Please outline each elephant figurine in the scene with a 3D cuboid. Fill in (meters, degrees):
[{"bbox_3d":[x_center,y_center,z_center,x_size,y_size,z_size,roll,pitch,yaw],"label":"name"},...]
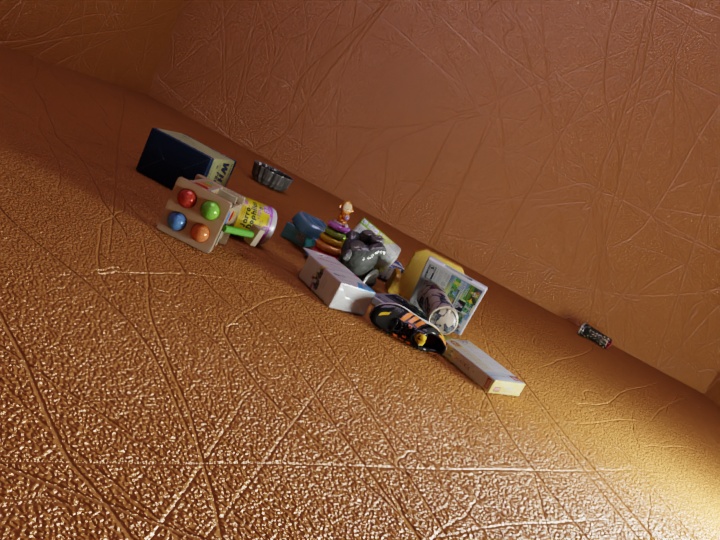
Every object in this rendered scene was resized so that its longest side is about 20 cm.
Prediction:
[{"bbox_3d":[0.000,0.000,1.552,0.154,0.201,0.142,-1,37,-17],"label":"elephant figurine"}]

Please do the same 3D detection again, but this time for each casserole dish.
[{"bbox_3d":[-0.142,-0.133,1.736,0.121,0.039,0.200,23,14,-27],"label":"casserole dish"}]

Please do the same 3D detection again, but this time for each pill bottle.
[{"bbox_3d":[-0.323,-0.145,1.448,0.199,0.105,0.104,20,14,-33],"label":"pill bottle"}]

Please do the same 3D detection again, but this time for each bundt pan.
[{"bbox_3d":[-0.410,-0.426,2.575,0.201,0.076,0.202,26,11,-6],"label":"bundt pan"}]

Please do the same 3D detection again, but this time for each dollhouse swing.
[{"bbox_3d":[0.206,0.025,1.736,0.199,0.177,0.182,26,10,-4],"label":"dollhouse swing"}]

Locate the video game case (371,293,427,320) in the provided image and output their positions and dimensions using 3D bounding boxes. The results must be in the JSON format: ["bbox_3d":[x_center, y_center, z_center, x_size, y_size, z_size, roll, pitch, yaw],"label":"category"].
[{"bbox_3d":[0.135,0.121,1.545,0.199,0.023,0.182,32,12,25],"label":"video game case"}]

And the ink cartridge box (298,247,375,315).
[{"bbox_3d":[-0.069,0.025,1.374,0.115,0.068,0.200,18,15,-41],"label":"ink cartridge box"}]

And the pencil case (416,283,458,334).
[{"bbox_3d":[0.203,0.104,1.500,0.077,0.090,0.200,16,15,-8],"label":"pencil case"}]

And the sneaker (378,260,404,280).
[{"bbox_3d":[0.083,-0.009,1.890,0.199,0.081,0.115,34,7,-4],"label":"sneaker"}]

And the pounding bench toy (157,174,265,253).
[{"bbox_3d":[-0.320,-0.112,1.254,0.199,0.125,0.156,27,11,-5],"label":"pounding bench toy"}]

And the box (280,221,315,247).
[{"bbox_3d":[-0.178,-0.118,1.809,0.082,0.049,0.200,29,11,10],"label":"box"}]

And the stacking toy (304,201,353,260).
[{"bbox_3d":[-0.068,-0.103,1.605,0.116,0.201,0.110,16,14,-28],"label":"stacking toy"}]

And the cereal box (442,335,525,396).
[{"bbox_3d":[0.285,0.229,1.365,0.143,0.040,0.200,17,16,-43],"label":"cereal box"}]

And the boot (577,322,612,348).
[{"bbox_3d":[1.276,0.357,3.051,0.150,0.073,0.200,36,9,38],"label":"boot"}]

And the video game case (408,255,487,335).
[{"bbox_3d":[0.244,0.074,1.607,0.182,0.201,0.022,30,44,11],"label":"video game case"}]

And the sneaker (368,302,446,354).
[{"bbox_3d":[0.117,0.137,1.302,0.199,0.070,0.090,26,8,-20],"label":"sneaker"}]

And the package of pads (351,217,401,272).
[{"bbox_3d":[0.022,-0.060,1.691,0.154,0.068,0.200,39,-23,-5],"label":"package of pads"}]

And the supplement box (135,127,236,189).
[{"bbox_3d":[-0.514,-0.314,1.678,0.199,0.135,0.200,28,11,3],"label":"supplement box"}]
